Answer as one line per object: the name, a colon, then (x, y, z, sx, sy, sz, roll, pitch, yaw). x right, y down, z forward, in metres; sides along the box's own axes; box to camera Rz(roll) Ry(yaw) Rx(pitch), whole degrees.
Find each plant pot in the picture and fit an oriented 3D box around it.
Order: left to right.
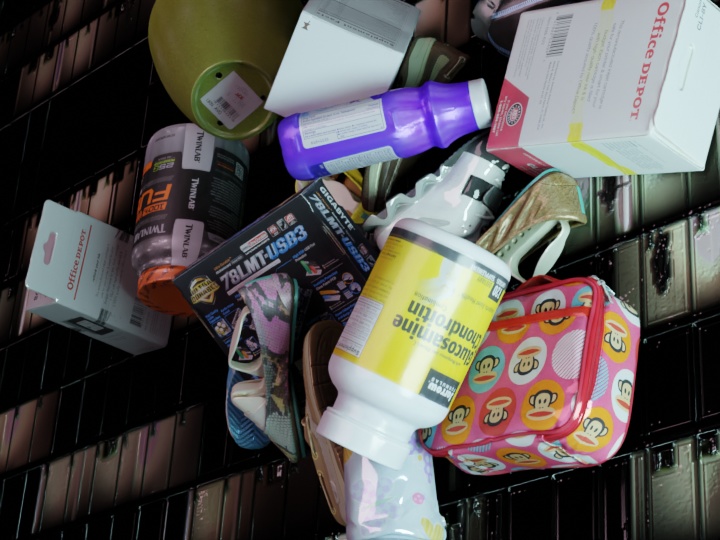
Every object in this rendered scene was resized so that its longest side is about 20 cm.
plant pot: (-0.143, -0.225, 1.830, 0.187, 0.187, 0.200, -48, 23, 19)

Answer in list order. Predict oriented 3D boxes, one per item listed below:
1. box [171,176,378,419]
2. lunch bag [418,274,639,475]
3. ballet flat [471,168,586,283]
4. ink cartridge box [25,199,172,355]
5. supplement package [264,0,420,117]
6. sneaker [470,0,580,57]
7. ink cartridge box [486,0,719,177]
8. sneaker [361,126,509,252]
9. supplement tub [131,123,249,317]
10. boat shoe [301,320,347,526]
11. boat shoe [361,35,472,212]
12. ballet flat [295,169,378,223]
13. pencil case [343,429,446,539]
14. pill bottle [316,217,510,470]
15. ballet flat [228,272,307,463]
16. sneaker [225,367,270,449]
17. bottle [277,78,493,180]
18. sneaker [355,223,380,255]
box: (-0.057, 0.039, 1.616, 0.200, 0.199, 0.050, -32, 6, 35)
lunch bag: (0.149, 0.083, 1.435, 0.200, 0.082, 0.176, -15, 53, 46)
ballet flat: (0.133, -0.008, 1.529, 0.200, 0.068, 0.072, -41, 61, 21)
ink cartridge box: (-0.311, 0.009, 1.918, 0.067, 0.200, 0.116, -15, 58, 46)
supplement package: (-0.016, -0.219, 1.692, 0.200, 0.114, 0.110, -71, 4, -68)
sneaker: (0.198, -0.293, 1.623, 0.082, 0.073, 0.200, 43, 106, 30)
ink cartridge box: (0.225, -0.164, 1.484, 0.200, 0.083, 0.145, 0, 69, 50)
sneaker: (0.106, -0.068, 1.585, 0.200, 0.074, 0.089, -38, 76, 3)
supplement tub: (-0.195, -0.056, 1.884, 0.122, 0.122, 0.200, -23, 52, 41)
boat shoe: (-0.024, 0.149, 1.561, 0.066, 0.074, 0.200, -25, 74, 52)
boat shoe: (0.061, -0.145, 1.670, 0.075, 0.075, 0.203, 17, 72, 9)
ballet flat: (-0.028, -0.085, 1.751, 0.067, 0.067, 0.200, -59, 37, 6)
pencil case: (0.028, 0.157, 1.496, 0.083, 0.091, 0.200, 91, 177, -72)
pill bottle: (0.041, 0.064, 1.416, 0.112, 0.112, 0.200, 21, 85, 53)
ballet flat: (-0.091, 0.095, 1.585, 0.069, 0.071, 0.200, -107, 13, -63)
sneaker: (-0.103, 0.090, 1.738, 0.081, 0.076, 0.200, 135, 142, -73)
bottle: (0.025, -0.136, 1.566, 0.200, 0.084, 0.065, -13, 89, 11)
sneaker: (0.000, 0.000, 1.671, 0.199, 0.114, 0.076, 12, 76, 24)
